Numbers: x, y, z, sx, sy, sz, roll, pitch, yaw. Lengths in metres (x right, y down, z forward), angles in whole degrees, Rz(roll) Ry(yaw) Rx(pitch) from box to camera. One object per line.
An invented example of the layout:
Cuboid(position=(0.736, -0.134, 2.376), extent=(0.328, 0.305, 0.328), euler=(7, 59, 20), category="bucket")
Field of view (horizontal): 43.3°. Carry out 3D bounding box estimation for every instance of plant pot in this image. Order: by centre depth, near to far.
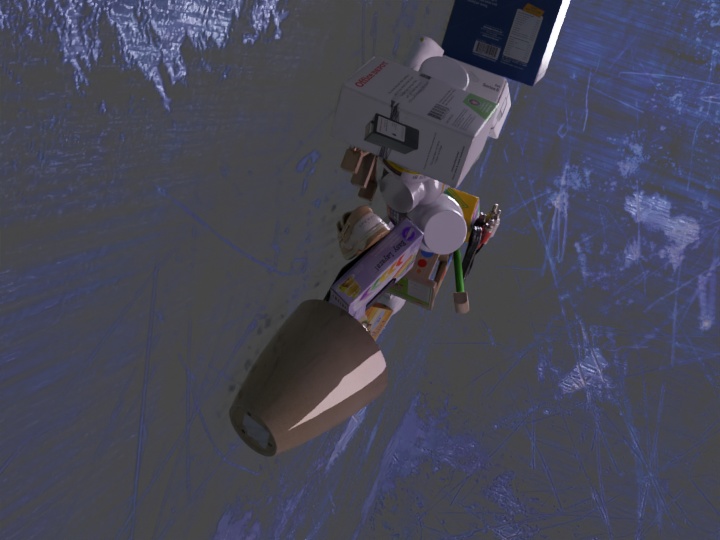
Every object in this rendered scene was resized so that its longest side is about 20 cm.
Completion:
Cuboid(position=(-0.092, 0.174, 1.337), extent=(0.200, 0.187, 0.188), euler=(-40, 153, -37), category="plant pot")

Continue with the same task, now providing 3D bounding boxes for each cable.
Cuboid(position=(0.240, -0.038, 1.862), extent=(0.097, 0.050, 0.201), euler=(-60, 166, -54), category="cable")

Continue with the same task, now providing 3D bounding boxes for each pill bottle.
Cuboid(position=(0.103, -0.240, 1.440), extent=(0.109, 0.109, 0.200), euler=(-60, 176, -37), category="pill bottle")
Cuboid(position=(0.121, -0.185, 1.598), extent=(0.200, 0.104, 0.104), euler=(-42, 155, -35), category="pill bottle")
Cuboid(position=(0.125, -0.099, 1.679), extent=(0.200, 0.111, 0.112), euler=(-127, -126, -66), category="pill bottle")

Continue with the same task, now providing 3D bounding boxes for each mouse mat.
Cuboid(position=(0.000, 0.000, 1.606), extent=(0.200, 0.008, 0.161), euler=(-36, 164, -43), category="mouse mat")

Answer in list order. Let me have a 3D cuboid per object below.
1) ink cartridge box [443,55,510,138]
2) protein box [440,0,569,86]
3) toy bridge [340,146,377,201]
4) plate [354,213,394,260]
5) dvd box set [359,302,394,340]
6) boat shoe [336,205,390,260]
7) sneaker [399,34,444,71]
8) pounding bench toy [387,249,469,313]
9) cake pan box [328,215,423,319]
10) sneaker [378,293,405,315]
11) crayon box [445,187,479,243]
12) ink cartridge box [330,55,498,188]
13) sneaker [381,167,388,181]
Cuboid(position=(0.212, -0.339, 1.782), extent=(0.200, 0.145, 0.084), euler=(12, 101, -78), category="ink cartridge box")
Cuboid(position=(0.283, -0.489, 1.742), extent=(0.135, 0.198, 0.201), euler=(-46, 155, -63), category="protein box")
Cuboid(position=(0.006, -0.169, 1.475), extent=(0.200, 0.027, 0.067), euler=(50, 60, -77), category="toy bridge")
Cuboid(position=(0.013, 0.004, 1.811), extent=(0.200, 0.032, 0.200), euler=(96, 19, -53), category="plate")
Cuboid(position=(-0.011, 0.127, 1.789), extent=(0.147, 0.029, 0.200), euler=(-57, 160, 5), category="dvd box set")
Cuboid(position=(-0.004, -0.068, 1.491), extent=(0.074, 0.069, 0.200), euler=(-36, -178, -15), category="boat shoe")
Cuboid(position=(0.110, -0.328, 1.555), extent=(0.116, 0.073, 0.200), euler=(-64, 167, -6), category="sneaker")
Cuboid(position=(0.153, -0.016, 1.844), extent=(0.124, 0.199, 0.156), euler=(86, 29, -66), category="pounding bench toy")
Cuboid(position=(0.023, 0.011, 1.582), extent=(0.184, 0.052, 0.200), euler=(-42, 170, -15), category="cake pan box")
Cuboid(position=(0.064, 0.018, 2.024), extent=(0.087, 0.074, 0.201), euler=(-32, 137, -51), category="sneaker")
Cuboid(position=(0.162, -0.129, 1.903), extent=(0.200, 0.172, 0.058), euler=(55, 57, -76), category="crayon box")
Cuboid(position=(0.078, -0.216, 1.292), extent=(0.146, 0.199, 0.084), euler=(-52, 163, -53), category="ink cartridge box")
Cuboid(position=(0.102, -0.202, 1.701), extent=(0.200, 0.090, 0.076), euler=(-44, 154, -59), category="sneaker")
